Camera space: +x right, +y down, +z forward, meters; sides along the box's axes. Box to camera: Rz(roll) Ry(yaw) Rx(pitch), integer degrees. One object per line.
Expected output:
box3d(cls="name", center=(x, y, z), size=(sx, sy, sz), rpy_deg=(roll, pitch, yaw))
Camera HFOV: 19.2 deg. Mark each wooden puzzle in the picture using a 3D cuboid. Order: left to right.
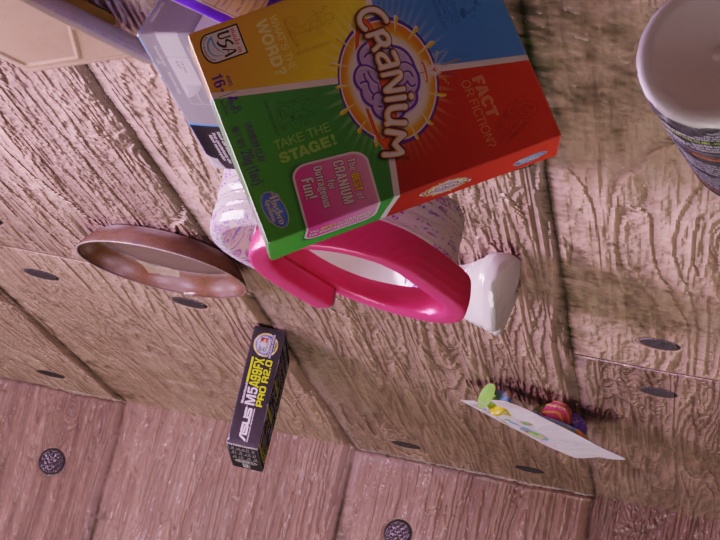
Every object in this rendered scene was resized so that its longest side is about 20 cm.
box3d(cls="wooden puzzle", center=(-0.282, -0.208, 1.692), size=(0.200, 0.037, 0.185), rpy_deg=(5, 165, 47))

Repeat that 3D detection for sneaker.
box3d(cls="sneaker", center=(0.112, 0.019, 2.168), size=(0.088, 0.075, 0.200), rpy_deg=(23, 169, 7))

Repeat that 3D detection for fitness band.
box3d(cls="fitness band", center=(0.000, 0.000, 1.626), size=(0.144, 0.037, 0.200), rpy_deg=(3, 163, 33))

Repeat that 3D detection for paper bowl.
box3d(cls="paper bowl", center=(-0.014, -0.052, 1.714), size=(0.200, 0.104, 0.201), rpy_deg=(14, 165, 4))

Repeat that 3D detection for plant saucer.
box3d(cls="plant saucer", center=(-0.223, -0.013, 2.418), size=(0.200, 0.032, 0.200), rpy_deg=(12, 167, 3))

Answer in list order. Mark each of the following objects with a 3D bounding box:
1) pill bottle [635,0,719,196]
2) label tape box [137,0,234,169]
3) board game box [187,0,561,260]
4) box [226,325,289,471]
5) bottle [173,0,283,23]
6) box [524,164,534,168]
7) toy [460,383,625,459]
box3d(cls="pill bottle", center=(0.258, -0.108, 1.427), size=(0.106, 0.106, 0.200), rpy_deg=(7, 165, 24))
box3d(cls="label tape box", center=(-0.045, -0.141, 1.564), size=(0.200, 0.066, 0.143), rpy_deg=(6, 141, 33))
box3d(cls="board game box", center=(0.008, -0.113, 1.369), size=(0.200, 0.153, 0.040), rpy_deg=(-21, 166, -6))
box3d(cls="box", center=(-0.134, 0.171, 2.799), size=(0.044, 0.160, 0.200), rpy_deg=(13, 167, 3))
box3d(cls="bottle", center=(-0.073, -0.200, 1.413), size=(0.200, 0.084, 0.065), rpy_deg=(21, -174, -33))
box3d(cls="box", center=(0.016, -0.120, 1.730), size=(0.193, 0.048, 0.200), rpy_deg=(23, 163, -25))
box3d(cls="toy", center=(0.243, 0.193, 2.780), size=(0.200, 0.047, 0.115), rpy_deg=(24, 166, -25))
